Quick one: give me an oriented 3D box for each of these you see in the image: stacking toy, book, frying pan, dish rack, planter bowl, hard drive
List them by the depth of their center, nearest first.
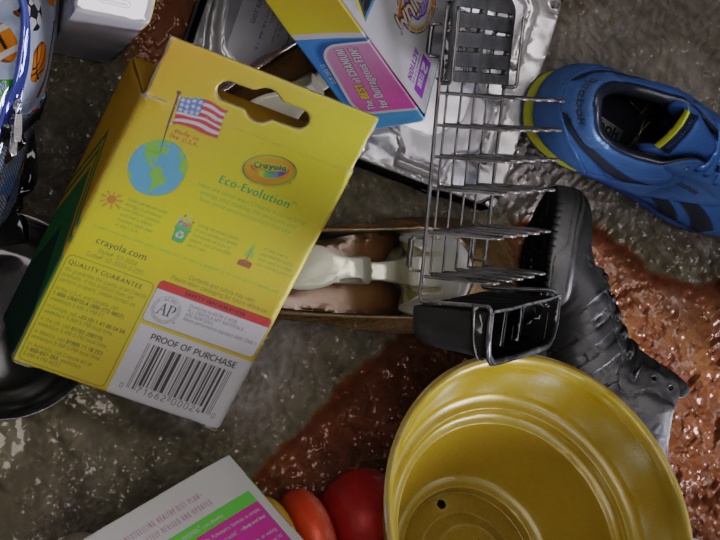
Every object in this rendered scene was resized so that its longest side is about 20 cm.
[{"bbox_3d":[-0.054,0.203,1.535,0.133,0.048,0.200,-30,71,-36],"label":"book"},{"bbox_3d":[0.072,-0.055,1.581,0.054,0.153,0.201,6,95,16],"label":"dish rack"},{"bbox_3d":[-0.232,0.011,1.607,0.189,0.031,0.115,23,78,-3],"label":"frying pan"},{"bbox_3d":[0.079,0.152,1.619,0.200,0.083,0.201,12,65,-28],"label":"planter bowl"},{"bbox_3d":[-0.063,0.161,1.630,0.199,0.085,0.086,-16,93,-20],"label":"stacking toy"},{"bbox_3d":[0.005,-0.131,1.672,0.199,0.038,0.140,21,84,-15],"label":"hard drive"}]

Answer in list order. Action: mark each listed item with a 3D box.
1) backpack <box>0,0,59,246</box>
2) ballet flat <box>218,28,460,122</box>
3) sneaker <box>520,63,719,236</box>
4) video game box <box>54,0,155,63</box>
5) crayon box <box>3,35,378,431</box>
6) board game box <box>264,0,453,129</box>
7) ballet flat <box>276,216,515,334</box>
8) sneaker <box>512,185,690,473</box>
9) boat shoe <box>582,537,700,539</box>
[{"bbox_3d":[-0.248,-0.112,1.510,0.199,0.154,0.191,18,107,-4],"label":"backpack"},{"bbox_3d":[-0.021,-0.101,1.611,0.200,0.067,0.068,-33,98,-14],"label":"ballet flat"},{"bbox_3d":[0.188,-0.064,1.688,0.200,0.078,0.066,21,82,-28],"label":"sneaker"},{"bbox_3d":[-0.123,-0.210,1.554,0.047,0.200,0.183,10,87,-10],"label":"video game box"},{"bbox_3d":[-0.090,-0.026,1.554,0.127,0.051,0.200,21,111,-22],"label":"crayon box"},{"bbox_3d":[-0.013,-0.194,1.526,0.200,0.040,0.153,52,41,-40],"label":"board game box"},{"bbox_3d":[0.000,0.000,1.649,0.199,0.072,0.068,3,86,-16],"label":"ballet flat"},{"bbox_3d":[0.141,0.056,1.696,0.104,0.060,0.201,7,92,-13],"label":"sneaker"},{"bbox_3d":[0.206,0.205,1.697,0.199,0.072,0.060,18,40,-17],"label":"boat shoe"}]
